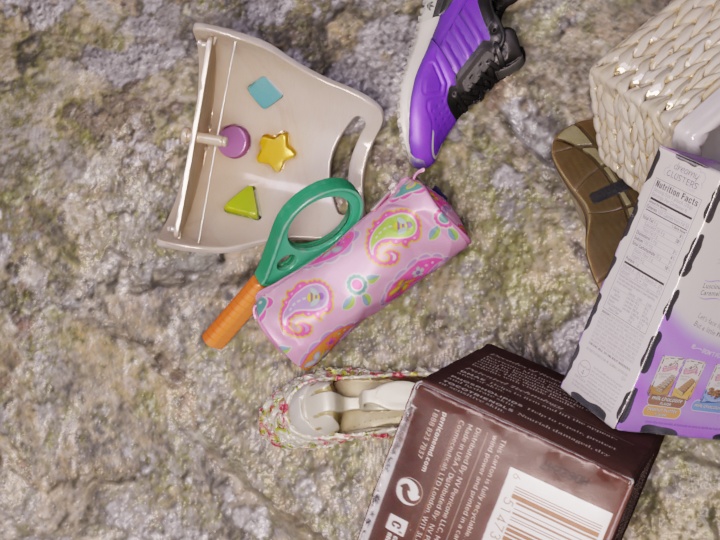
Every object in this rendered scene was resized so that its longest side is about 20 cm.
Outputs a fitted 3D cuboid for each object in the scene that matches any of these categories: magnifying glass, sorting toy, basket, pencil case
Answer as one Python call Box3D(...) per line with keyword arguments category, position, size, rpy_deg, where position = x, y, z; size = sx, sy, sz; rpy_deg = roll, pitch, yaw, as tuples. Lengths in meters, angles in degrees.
Box3D(category="magnifying glass", position=(-0.072, -0.004, 1.148), size=(0.200, 0.080, 0.022), rpy_deg=(-47, 54, 20))
Box3D(category="sorting toy", position=(-0.075, -0.107, 1.177), size=(0.180, 0.107, 0.200), rpy_deg=(12, 98, 3))
Box3D(category="basket", position=(0.295, -0.148, 1.045), size=(0.200, 0.136, 0.123), rpy_deg=(-38, 53, -13))
Box3D(category="pencil case", position=(0.000, 0.000, 1.128), size=(0.200, 0.087, 0.087), rpy_deg=(-39, 69, 3))

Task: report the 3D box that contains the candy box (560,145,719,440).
Box3D(category="candy box", position=(0.265, 0.023, 0.970), size=(0.072, 0.168, 0.200), rpy_deg=(38, 112, 52))

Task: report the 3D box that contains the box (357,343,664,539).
Box3D(category="box", position=(0.115, 0.171, 0.965), size=(0.164, 0.200, 0.166), rpy_deg=(23, 102, 17))

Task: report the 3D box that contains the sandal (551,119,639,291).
Box3D(category="sandal", position=(0.220, -0.042, 1.105), size=(0.080, 0.054, 0.200), rpy_deg=(-20, 56, 3))

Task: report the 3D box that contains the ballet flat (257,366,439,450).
Box3D(category="ballet flat", position=(-0.001, 0.112, 1.111), size=(0.200, 0.064, 0.076), rpy_deg=(-10, 75, 12))

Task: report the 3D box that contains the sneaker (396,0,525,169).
Box3D(category="sneaker", position=(0.096, -0.185, 1.164), size=(0.099, 0.070, 0.201), rpy_deg=(11, 79, 15))
